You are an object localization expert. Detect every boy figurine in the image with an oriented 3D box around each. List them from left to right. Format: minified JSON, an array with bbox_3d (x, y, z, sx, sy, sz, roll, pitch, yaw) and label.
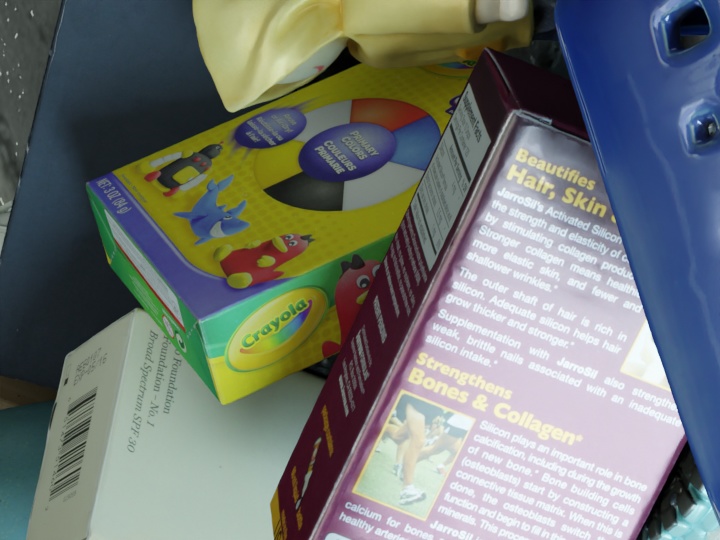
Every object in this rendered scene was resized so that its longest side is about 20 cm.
[{"bbox_3d":[0.038,-0.095,0.962,0.124,0.199,0.065,-171,78,-86],"label":"boy figurine"}]

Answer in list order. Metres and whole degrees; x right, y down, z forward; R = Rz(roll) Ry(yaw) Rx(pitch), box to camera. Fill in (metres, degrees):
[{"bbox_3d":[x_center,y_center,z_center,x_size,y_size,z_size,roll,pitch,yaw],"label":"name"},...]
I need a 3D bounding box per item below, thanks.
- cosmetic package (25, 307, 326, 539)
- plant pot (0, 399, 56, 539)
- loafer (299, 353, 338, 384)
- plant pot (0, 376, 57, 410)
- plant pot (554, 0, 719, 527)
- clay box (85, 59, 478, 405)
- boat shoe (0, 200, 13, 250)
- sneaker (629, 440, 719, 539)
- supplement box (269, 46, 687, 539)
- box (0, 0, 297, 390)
[{"bbox_3d":[-0.029,0.102,1.049,0.073,0.200,0.104,-32,43,54],"label":"cosmetic package"},{"bbox_3d":[-0.188,0.159,1.154,0.200,0.134,0.201,179,90,-86],"label":"plant pot"},{"bbox_3d":[0.043,0.011,1.038,0.200,0.068,0.071,-5,66,22],"label":"loafer"},{"bbox_3d":[-0.194,0.075,1.315,0.201,0.201,0.093,-33,35,47],"label":"plant pot"},{"bbox_3d":[0.206,-0.032,0.775,0.180,0.200,0.201,-31,69,42],"label":"plant pot"},{"bbox_3d":[0.007,-0.032,1.002,0.115,0.200,0.048,46,156,49],"label":"clay box"},{"bbox_3d":[-0.222,0.002,1.387,0.202,0.086,0.075,-2,93,51],"label":"boat shoe"},{"bbox_3d":[0.125,0.107,0.980,0.200,0.086,0.078,141,151,-69],"label":"sneaker"},{"bbox_3d":[0.056,0.037,0.921,0.086,0.110,0.200,-104,37,-69],"label":"supplement box"},{"bbox_3d":[-0.089,-0.069,1.134,0.182,0.104,0.201,-90,15,-65],"label":"box"}]
